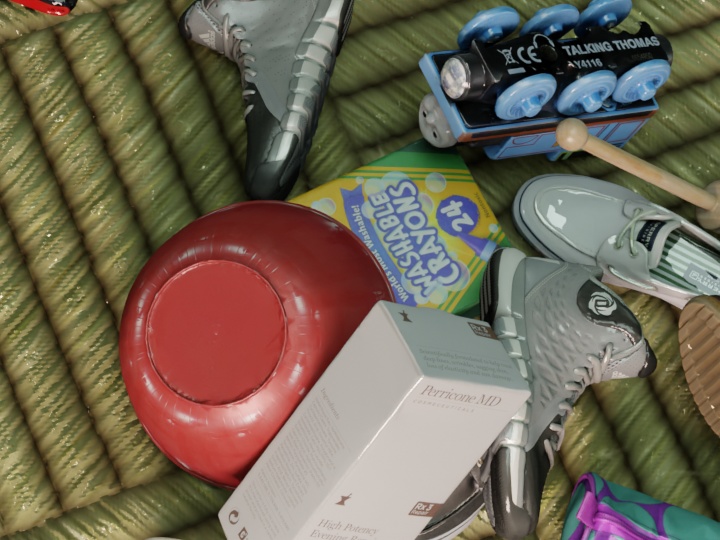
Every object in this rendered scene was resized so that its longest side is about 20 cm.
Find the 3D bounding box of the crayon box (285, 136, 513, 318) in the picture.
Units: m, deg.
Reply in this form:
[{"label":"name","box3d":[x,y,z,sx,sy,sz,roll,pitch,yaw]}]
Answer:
[{"label":"crayon box","box3d":[0.000,0.000,1.656,0.200,0.052,0.126,-26,77,-14]}]

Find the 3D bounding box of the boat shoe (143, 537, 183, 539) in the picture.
[{"label":"boat shoe","box3d":[-0.066,0.244,1.557,0.199,0.075,0.066,30,59,-7]}]

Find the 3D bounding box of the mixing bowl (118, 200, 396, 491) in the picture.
[{"label":"mixing bowl","box3d":[-0.081,0.046,1.564,0.200,0.108,0.200,-2,83,14]}]

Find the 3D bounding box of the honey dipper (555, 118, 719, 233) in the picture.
[{"label":"honey dipper","box3d":[0.210,-0.066,1.662,0.200,0.038,0.038,23,67,-34]}]

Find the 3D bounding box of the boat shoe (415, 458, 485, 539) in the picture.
[{"label":"boat shoe","box3d":[0.086,0.111,1.629,0.069,0.057,0.200,42,72,6]}]

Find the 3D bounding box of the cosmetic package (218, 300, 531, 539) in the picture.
[{"label":"cosmetic package","box3d":[0.007,0.119,1.517,0.102,0.200,0.074,11,37,-41]}]

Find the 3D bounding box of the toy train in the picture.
[{"label":"toy train","box3d":[0.127,-0.128,1.654,0.200,0.114,0.087,-11,63,-35]}]

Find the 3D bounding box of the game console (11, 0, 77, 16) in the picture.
[{"label":"game console","box3d":[-0.260,-0.299,1.731,0.177,0.031,0.200,21,71,-6]}]

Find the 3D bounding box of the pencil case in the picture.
[{"label":"pencil case","box3d":[0.232,0.204,1.601,0.200,0.092,0.085,19,71,-1]}]

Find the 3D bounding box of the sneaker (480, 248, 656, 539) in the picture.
[{"label":"sneaker","box3d":[0.141,0.081,1.570,0.115,0.075,0.200,4,69,-7]}]

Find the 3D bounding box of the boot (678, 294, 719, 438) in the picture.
[{"label":"boot","box3d":[0.322,0.078,1.653,0.166,0.072,0.200,-31,88,-37]}]

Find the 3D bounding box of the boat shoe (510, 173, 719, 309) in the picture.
[{"label":"boat shoe","box3d":[0.206,-0.021,1.680,0.200,0.067,0.074,22,76,-1]}]

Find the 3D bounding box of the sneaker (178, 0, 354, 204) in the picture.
[{"label":"sneaker","box3d":[-0.081,-0.139,1.683,0.115,0.075,0.200,16,59,3]}]
